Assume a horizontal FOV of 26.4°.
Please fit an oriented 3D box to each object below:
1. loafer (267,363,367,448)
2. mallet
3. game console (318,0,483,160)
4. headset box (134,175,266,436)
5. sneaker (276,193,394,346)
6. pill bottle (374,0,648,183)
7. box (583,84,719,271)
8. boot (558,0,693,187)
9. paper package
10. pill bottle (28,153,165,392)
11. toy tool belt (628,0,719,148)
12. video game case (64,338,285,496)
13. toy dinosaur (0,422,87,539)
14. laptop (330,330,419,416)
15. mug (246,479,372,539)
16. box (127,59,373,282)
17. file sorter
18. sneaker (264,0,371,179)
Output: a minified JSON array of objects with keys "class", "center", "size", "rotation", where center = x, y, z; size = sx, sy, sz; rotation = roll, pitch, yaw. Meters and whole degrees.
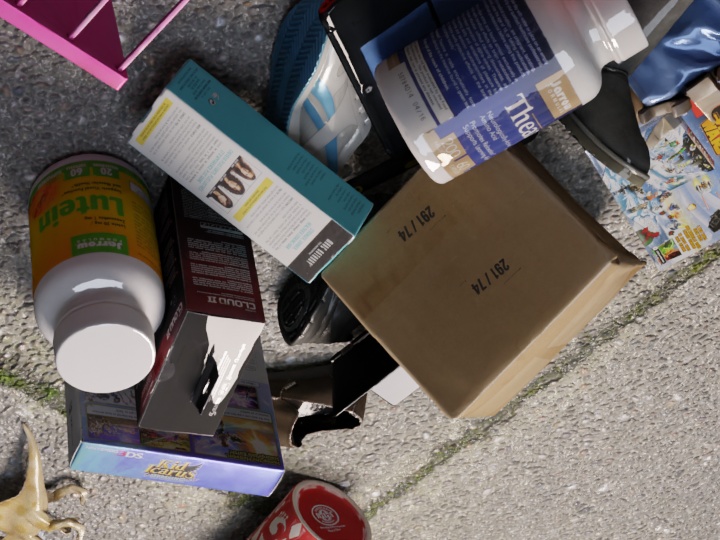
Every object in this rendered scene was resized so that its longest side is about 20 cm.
[{"class":"loafer","center":[-0.086,0.146,1.579],"size":[0.199,0.072,0.073],"rotation":[-13,135,-3]},{"class":"mallet","center":[0.072,-0.105,1.380],"size":[0.199,0.041,0.066],"rotation":[-32,133,0]},{"class":"game console","center":[0.067,-0.199,1.268],"size":[0.177,0.031,0.200],"rotation":[-39,141,-7]},{"class":"headset box","center":[-0.150,0.037,1.367],"size":[0.077,0.201,0.149],"rotation":[9,129,-22]},{"class":"sneaker","center":[0.000,0.000,1.474],"size":[0.090,0.076,0.200],"rotation":[10,137,-36]},{"class":"pill bottle","center":[0.120,-0.162,1.210],"size":[0.199,0.111,0.111],"rotation":[-29,133,11]},{"class":"box","center":[0.307,-0.098,1.473],"size":[0.136,0.040,0.200],"rotation":[-28,134,13]},{"class":"boot","center":[0.237,-0.194,1.255],"size":[0.200,0.182,0.072],"rotation":[-45,149,17]},{"class":"paper package","center":[0.103,-0.002,1.313],"size":[0.200,0.191,0.103],"rotation":[-47,161,14]},{"class":"pill bottle","center":[-0.226,0.003,1.314],"size":[0.110,0.201,0.112],"rotation":[-8,135,-8]},{"class":"toy tool belt","center":[0.273,-0.183,1.315],"size":[0.200,0.123,0.125],"rotation":[-40,91,19]},{"class":"video game case","center":[-0.180,0.119,1.450],"size":[0.199,0.182,0.046],"rotation":[12,129,-25]},{"class":"toy dinosaur","center":[-0.342,0.253,1.623],"size":[0.100,0.058,0.201],"rotation":[11,129,-22]},{"class":"laptop","center":[0.075,0.081,1.496],"size":[0.187,0.116,0.200],"rotation":[-37,140,11]},{"class":"mug","center":[-0.079,0.334,1.751],"size":[0.133,0.178,0.200],"rotation":[38,117,2]},{"class":"box","center":[-0.093,-0.083,1.301],"size":[0.200,0.049,0.082],"rotation":[38,136,-8]},{"class":"file sorter","center":[-0.223,-0.259,1.110],"size":[0.200,0.139,0.125],"rotation":[31,116,-36]},{"class":"sneaker","center":[-0.031,-0.154,1.313],"size":[0.080,0.077,0.201],"rotation":[-7,141,-20]}]
